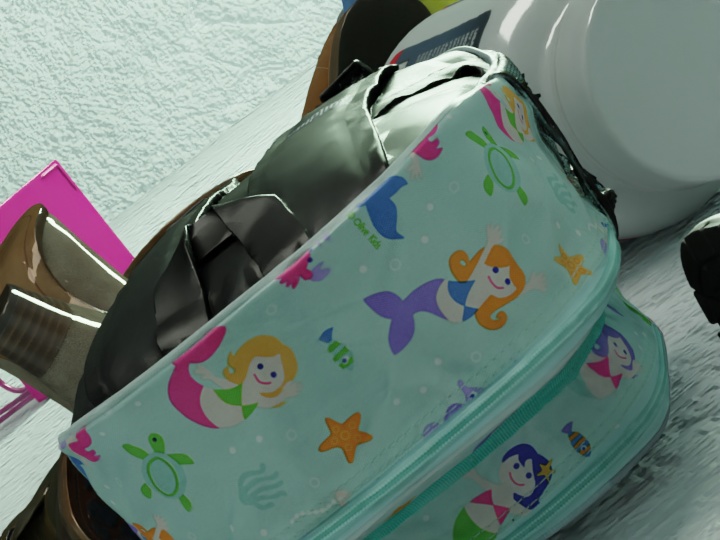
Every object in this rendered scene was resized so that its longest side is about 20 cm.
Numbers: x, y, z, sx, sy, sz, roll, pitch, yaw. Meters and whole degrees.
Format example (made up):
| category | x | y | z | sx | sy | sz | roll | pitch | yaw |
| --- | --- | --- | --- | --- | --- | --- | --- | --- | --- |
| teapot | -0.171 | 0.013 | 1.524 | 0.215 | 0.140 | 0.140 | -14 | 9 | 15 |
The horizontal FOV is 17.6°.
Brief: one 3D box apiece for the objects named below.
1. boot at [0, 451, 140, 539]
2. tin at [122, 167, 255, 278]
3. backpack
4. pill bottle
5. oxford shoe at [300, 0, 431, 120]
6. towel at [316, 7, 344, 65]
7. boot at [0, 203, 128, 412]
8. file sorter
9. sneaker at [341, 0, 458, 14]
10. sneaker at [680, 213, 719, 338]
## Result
| category | x | y | z | sx | sy | sz | roll | pitch | yaw |
| --- | --- | --- | --- | --- | --- | --- | --- | --- | --- |
| boot | -0.122 | 0.124 | 1.034 | 0.097 | 0.075 | 0.200 | -55 | 6 | 9 |
| tin | -0.063 | 0.004 | 1.237 | 0.112 | 0.042 | 0.200 | -39 | -14 | 7 |
| backpack | 0.002 | 0.025 | 0.701 | 0.177 | 0.151 | 0.200 | -39 | 1 | 8 |
| pill bottle | 0.090 | -0.069 | 0.953 | 0.120 | 0.120 | 0.200 | -40 | 9 | -17 |
| oxford shoe | -0.007 | -0.029 | 1.107 | 0.071 | 0.071 | 0.201 | 153 | 133 | -67 |
| towel | 0.071 | -0.168 | 1.361 | 0.165 | 0.086 | 0.200 | -27 | -26 | -38 |
| boot | -0.101 | 0.040 | 1.053 | 0.070 | 0.146 | 0.200 | -60 | 14 | 10 |
| file sorter | -0.293 | 0.031 | 1.924 | 0.125 | 0.139 | 0.200 | -34 | 9 | 33 |
| sneaker | 0.063 | -0.121 | 1.151 | 0.076 | 0.200 | 0.105 | -42 | -32 | -22 |
| sneaker | 0.155 | -0.018 | 0.583 | 0.087 | 0.076 | 0.200 | -33 | 7 | -13 |
